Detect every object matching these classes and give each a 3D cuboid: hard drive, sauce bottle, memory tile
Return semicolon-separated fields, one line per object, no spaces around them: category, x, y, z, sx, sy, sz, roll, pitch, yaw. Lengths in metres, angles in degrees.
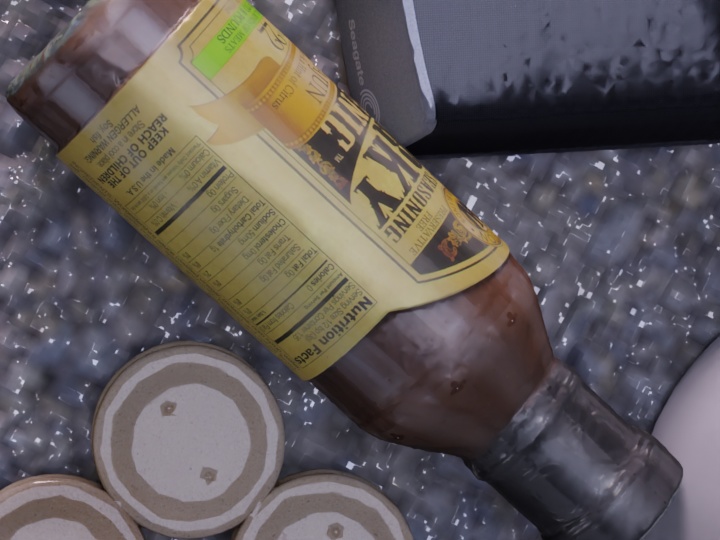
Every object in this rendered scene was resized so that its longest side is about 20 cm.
hard drive;0.057;-0.132;0.762;0.135;0.042;0.200;-3;91;-10
sauce bottle;0.000;0.000;0.745;0.200;0.065;0.065;42;84;-9
memory tile;-0.028;0.130;0.756;0.200;0.017;0.153;45;84;-7

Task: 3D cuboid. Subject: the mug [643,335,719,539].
mug;0.177;0.084;0.730;0.187;0.153;0.149;30;85;-9
